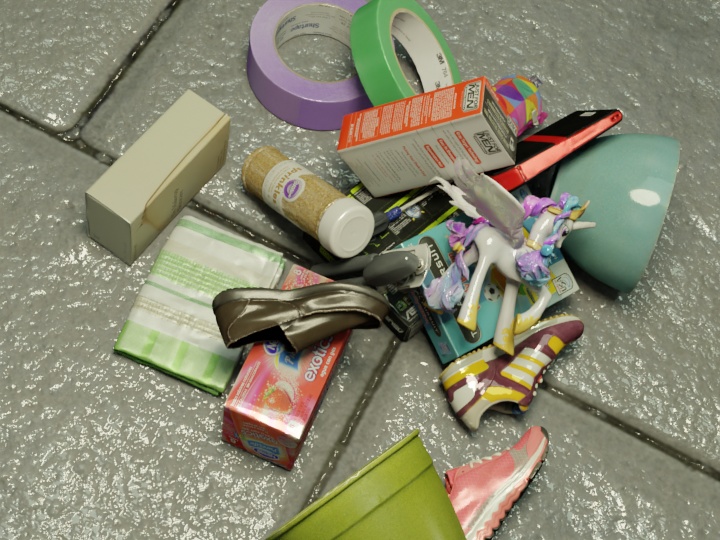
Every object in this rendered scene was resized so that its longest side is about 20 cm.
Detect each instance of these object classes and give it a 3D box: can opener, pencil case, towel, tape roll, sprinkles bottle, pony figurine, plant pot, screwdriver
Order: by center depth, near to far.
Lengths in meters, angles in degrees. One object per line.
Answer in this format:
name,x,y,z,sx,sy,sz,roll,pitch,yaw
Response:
plant pot,0.033,0.305,1.270,0.199,0.200,0.194,-32,83,-25
pony figurine,0.156,-0.029,1.396,0.192,0.167,0.202,29,88,-7
can opener,0.000,0.000,1.420,0.067,0.198,0.054,28,64,-40
towel,-0.192,0.040,1.461,0.148,0.031,0.202,21,61,5
sprinkles bottle,-0.068,-0.086,1.483,0.068,0.069,0.199,-31,43,-24
screwdriver,0.062,-0.085,1.518,0.199,0.029,0.028,-32,69,-18
plant pot,0.305,-0.088,1.524,0.133,0.201,0.202,18,59,4
pencil case,0.176,-0.195,1.592,0.088,0.089,0.200,37,39,11
tape roll,0.064,-0.267,1.596,0.200,0.048,0.203,34,45,-42
tape roll,-0.055,-0.292,1.649,0.197,0.066,0.203,4,61,-8

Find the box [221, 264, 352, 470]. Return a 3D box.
box,-0.078,0.111,1.396,0.094,0.103,0.202,22,60,4

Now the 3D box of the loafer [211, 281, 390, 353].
loafer,-0.064,0.060,1.333,0.197,0.073,0.072,-3,66,-1

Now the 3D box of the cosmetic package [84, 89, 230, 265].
cosmetic package,-0.249,-0.117,1.492,0.073,0.104,0.201,33,61,8

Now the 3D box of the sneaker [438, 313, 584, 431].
sneaker,0.195,0.125,1.461,0.198,0.075,0.091,-23,75,-15

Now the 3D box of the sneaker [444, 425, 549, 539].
sneaker,0.143,0.240,1.379,0.086,0.074,0.200,36,61,12

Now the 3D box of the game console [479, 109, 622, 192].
game console,0.233,-0.152,1.536,0.175,0.200,0.031,-28,99,-1

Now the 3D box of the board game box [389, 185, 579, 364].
board game box,0.153,0.001,1.485,0.198,0.047,0.152,-26,87,-26

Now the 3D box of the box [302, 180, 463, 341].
box,0.060,-0.040,1.540,0.199,0.048,0.193,-39,71,-26

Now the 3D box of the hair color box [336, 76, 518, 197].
hair color box,0.081,-0.159,1.469,0.198,0.102,0.062,-10,52,29
